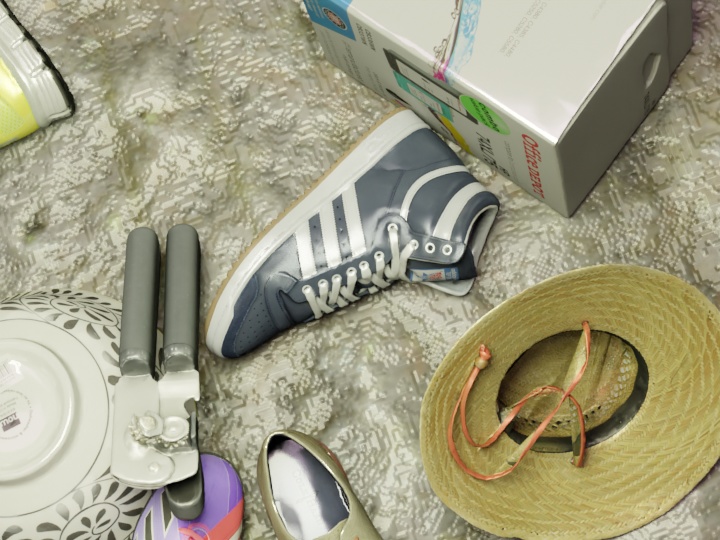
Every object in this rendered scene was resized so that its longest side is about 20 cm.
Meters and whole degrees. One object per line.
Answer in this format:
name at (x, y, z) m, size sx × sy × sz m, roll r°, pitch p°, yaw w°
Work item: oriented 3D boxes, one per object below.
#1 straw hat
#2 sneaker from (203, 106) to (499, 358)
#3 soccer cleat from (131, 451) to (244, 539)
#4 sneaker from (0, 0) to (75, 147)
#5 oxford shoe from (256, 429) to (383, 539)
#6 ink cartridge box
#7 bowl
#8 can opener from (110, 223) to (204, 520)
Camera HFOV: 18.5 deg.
straw hat at (0.121, 0.063, 1.329) m, size 0.200 × 0.202 × 0.085 m, roll -28°, pitch 29°, yaw 0°
sneaker at (0.000, 0.000, 1.378) m, size 0.108 × 0.070 × 0.200 m, roll 40°, pitch 81°, yaw 19°
soccer cleat at (-0.120, 0.205, 1.328) m, size 0.068 × 0.073 × 0.201 m, roll 27°, pitch 80°, yaw -10°
sneaker at (-0.278, -0.162, 1.465) m, size 0.090 × 0.078 × 0.200 m, roll -37°, pitch 72°, yaw -1°
oxford shoe at (-0.009, 0.184, 1.324) m, size 0.071 × 0.074 × 0.201 m, roll -34°, pitch 72°, yaw -2°
ink cartridge box at (0.087, -0.161, 1.371) m, size 0.199 × 0.147 × 0.146 m, roll 34°, pitch 81°, yaw 17°
bowl at (-0.207, 0.096, 1.371) m, size 0.199 × 0.094 × 0.202 m, roll -2°, pitch 74°, yaw 7°
can opener at (-0.123, 0.059, 1.350) m, size 0.052 × 0.067 × 0.201 m, roll -4°, pitch 52°, yaw 1°
